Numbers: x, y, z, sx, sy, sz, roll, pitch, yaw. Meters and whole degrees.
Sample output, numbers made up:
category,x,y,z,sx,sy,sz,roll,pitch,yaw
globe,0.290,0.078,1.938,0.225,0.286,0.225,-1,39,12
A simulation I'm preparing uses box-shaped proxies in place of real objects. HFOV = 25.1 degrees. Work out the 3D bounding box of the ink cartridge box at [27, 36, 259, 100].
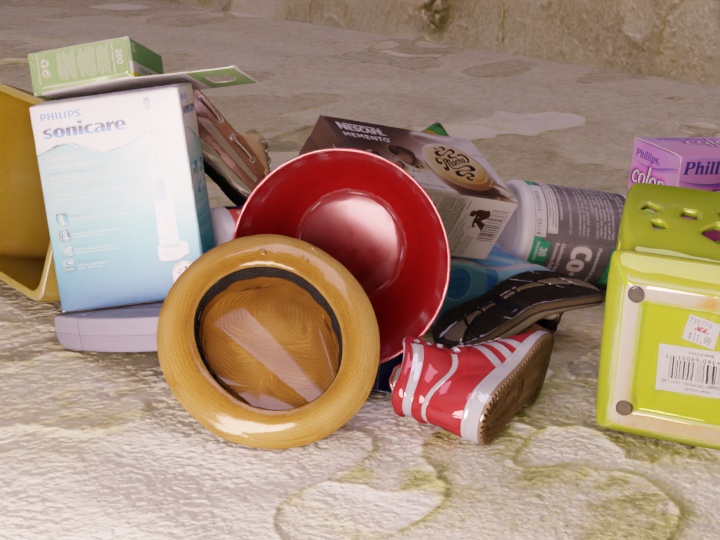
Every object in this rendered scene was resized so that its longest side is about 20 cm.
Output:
category,x,y,z,sx,sy,sz,roll,pitch,yaw
ink cartridge box,-0.211,-0.200,1.605,0.199,0.048,0.146,-9,0,6

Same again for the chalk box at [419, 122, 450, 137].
category,x,y,z,sx,sy,sz,roll,pitch,yaw
chalk box,0.049,-0.071,1.832,0.125,0.124,0.200,-35,0,23

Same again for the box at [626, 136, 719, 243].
category,x,y,z,sx,sy,sz,roll,pitch,yaw
box,0.381,-0.038,1.751,0.175,0.201,0.097,-2,17,-22

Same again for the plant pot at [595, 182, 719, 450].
category,x,y,z,sx,sy,sz,roll,pitch,yaw
plant pot,0.311,0.052,1.445,0.199,0.200,0.182,9,23,16

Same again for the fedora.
category,x,y,z,sx,sy,sz,roll,pitch,yaw
fedora,-0.078,0.070,1.404,0.199,0.202,0.082,6,-23,5

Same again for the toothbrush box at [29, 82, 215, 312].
category,x,y,z,sx,sy,sz,roll,pitch,yaw
toothbrush box,-0.224,-0.072,1.558,0.146,0.201,0.085,-8,10,5

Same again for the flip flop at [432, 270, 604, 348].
category,x,y,z,sx,sy,sz,roll,pitch,yaw
flip flop,0.161,0.053,1.654,0.199,0.058,0.081,-24,33,-29

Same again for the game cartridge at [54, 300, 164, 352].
category,x,y,z,sx,sy,sz,roll,pitch,yaw
game cartridge,-0.185,0.046,1.539,0.199,0.041,0.133,-2,7,31

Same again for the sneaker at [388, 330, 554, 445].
category,x,y,z,sx,sy,sz,roll,pitch,yaw
sneaker,0.098,0.090,1.463,0.112,0.072,0.200,15,21,22

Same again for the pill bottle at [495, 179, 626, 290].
category,x,y,z,sx,sy,sz,roll,pitch,yaw
pill bottle,0.254,-0.037,1.855,0.199,0.114,0.113,6,14,-19

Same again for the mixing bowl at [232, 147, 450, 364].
category,x,y,z,sx,sy,sz,roll,pitch,yaw
mixing bowl,-0.014,-0.017,1.497,0.199,0.201,0.108,5,9,4

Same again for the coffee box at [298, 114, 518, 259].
category,x,y,z,sx,sy,sz,roll,pitch,yaw
coffee box,0.044,-0.083,1.644,0.199,0.080,0.113,7,36,-36

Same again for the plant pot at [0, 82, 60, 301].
category,x,y,z,sx,sy,sz,roll,pitch,yaw
plant pot,-0.285,-0.075,1.740,0.199,0.195,0.195,8,9,-41

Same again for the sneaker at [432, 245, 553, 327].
category,x,y,z,sx,sy,sz,roll,pitch,yaw
sneaker,0.100,0.011,1.731,0.199,0.080,0.130,5,15,-35

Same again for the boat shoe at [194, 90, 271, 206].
category,x,y,z,sx,sy,sz,roll,pitch,yaw
boat shoe,-0.132,-0.122,1.767,0.200,0.074,0.076,42,-12,-12

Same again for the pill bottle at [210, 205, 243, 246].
category,x,y,z,sx,sy,sz,roll,pitch,yaw
pill bottle,-0.112,-0.012,1.690,0.199,0.112,0.111,-3,18,-25

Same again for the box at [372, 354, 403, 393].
category,x,y,z,sx,sy,sz,roll,pitch,yaw
box,-0.030,0.075,1.556,0.199,0.033,0.121,9,17,13
